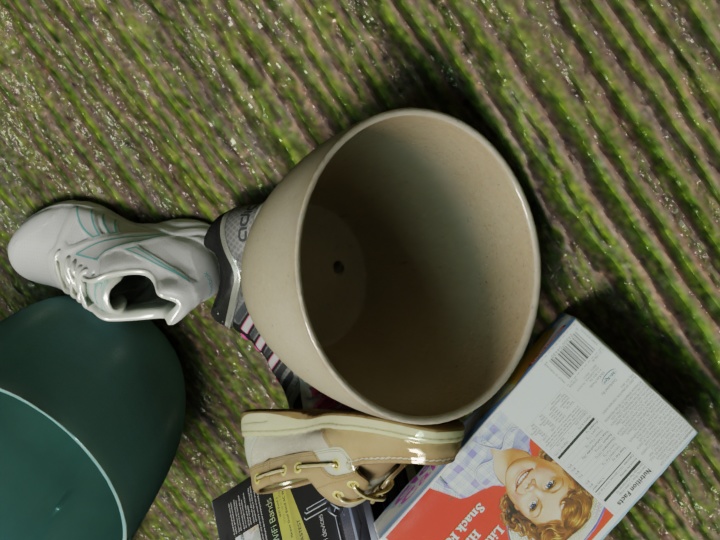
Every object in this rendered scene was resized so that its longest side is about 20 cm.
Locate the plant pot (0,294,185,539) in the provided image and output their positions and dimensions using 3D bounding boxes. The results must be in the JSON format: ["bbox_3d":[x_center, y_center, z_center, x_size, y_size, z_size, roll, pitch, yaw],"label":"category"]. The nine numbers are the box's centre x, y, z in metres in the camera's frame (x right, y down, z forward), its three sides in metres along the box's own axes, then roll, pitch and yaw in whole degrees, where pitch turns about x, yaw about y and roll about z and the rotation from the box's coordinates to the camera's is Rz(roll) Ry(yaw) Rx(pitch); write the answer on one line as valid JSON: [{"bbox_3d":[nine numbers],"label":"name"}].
[{"bbox_3d":[-0.227,0.114,1.466,0.199,0.161,0.202,17,132,19],"label":"plant pot"}]

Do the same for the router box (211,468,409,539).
[{"bbox_3d":[-0.023,0.228,1.358,0.157,0.052,0.201,-33,58,35],"label":"router box"}]

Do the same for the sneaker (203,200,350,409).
[{"bbox_3d":[-0.060,0.035,1.378,0.087,0.074,0.201,2,121,34],"label":"sneaker"}]

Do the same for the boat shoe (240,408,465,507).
[{"bbox_3d":[-0.005,0.128,1.286,0.199,0.074,0.067,-4,85,50],"label":"boat shoe"}]

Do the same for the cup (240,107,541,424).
[{"bbox_3d":[0.000,0.000,1.254,0.143,0.200,0.201,-4,121,54],"label":"cup"}]

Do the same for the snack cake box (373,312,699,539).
[{"bbox_3d":[0.117,0.141,1.273,0.115,0.067,0.200,42,90,-4],"label":"snack cake box"}]

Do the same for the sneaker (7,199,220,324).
[{"bbox_3d":[-0.194,-0.004,1.423,0.199,0.080,0.071,5,126,29],"label":"sneaker"}]

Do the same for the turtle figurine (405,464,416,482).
[{"bbox_3d":[0.058,0.222,1.439,0.195,0.199,0.144,66,162,6],"label":"turtle figurine"}]
